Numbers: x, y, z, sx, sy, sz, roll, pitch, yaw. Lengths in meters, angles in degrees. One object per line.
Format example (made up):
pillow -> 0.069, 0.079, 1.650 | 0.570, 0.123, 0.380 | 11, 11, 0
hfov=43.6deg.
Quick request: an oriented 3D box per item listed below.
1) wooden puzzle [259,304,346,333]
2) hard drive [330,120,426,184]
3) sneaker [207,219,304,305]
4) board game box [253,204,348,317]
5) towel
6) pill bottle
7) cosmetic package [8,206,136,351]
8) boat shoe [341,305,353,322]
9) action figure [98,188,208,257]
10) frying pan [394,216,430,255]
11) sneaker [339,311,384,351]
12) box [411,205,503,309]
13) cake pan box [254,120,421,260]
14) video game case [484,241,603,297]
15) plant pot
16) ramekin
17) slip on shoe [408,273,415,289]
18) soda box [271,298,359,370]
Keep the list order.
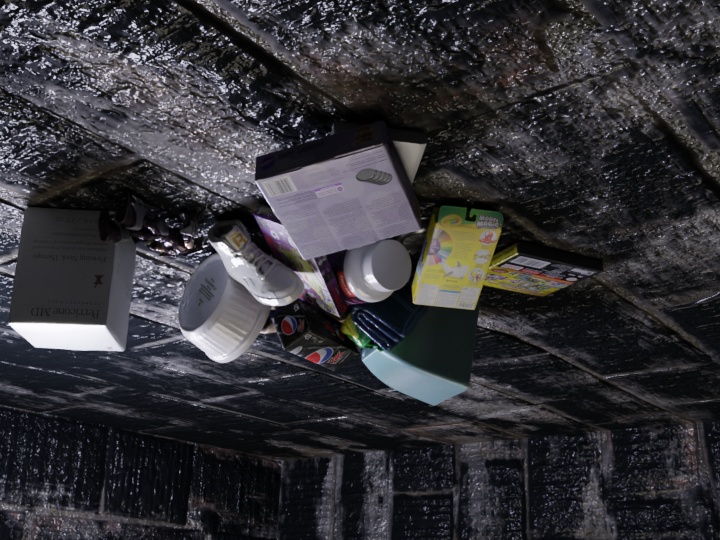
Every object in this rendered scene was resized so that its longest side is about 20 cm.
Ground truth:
wooden puzzle -> -0.152, 0.089, 1.727 | 0.182, 0.048, 0.198 | -7, 179, -39
hard drive -> 0.007, -0.125, 1.283 | 0.129, 0.027, 0.202 | 5, 142, -11
sneaker -> -0.184, -0.018, 1.502 | 0.198, 0.074, 0.117 | 23, 152, 41
board game box -> -0.098, -0.014, 1.497 | 0.119, 0.032, 0.202 | 26, 150, 40
towel -> 0.056, 0.071, 1.667 | 0.049, 0.111, 0.200 | -54, 174, 25
pill bottle -> 0.000, 0.000, 1.541 | 0.109, 0.114, 0.199 | 13, 168, -30
cosmetic package -> -0.489, 0.019, 1.550 | 0.163, 0.205, 0.167 | 2, 161, -3
boat shoe -> -0.026, 0.089, 1.782 | 0.064, 0.072, 0.201 | -29, 165, -28
action figure -> -0.339, -0.066, 1.509 | 0.128, 0.071, 0.199 | -19, 157, 29
frying pan -> 0.085, -0.050, 1.574 | 0.113, 0.032, 0.188 | 20, 151, -37
sneaker -> 0.037, 0.117, 1.709 | 0.074, 0.084, 0.198 | -50, 156, 26
box -> 0.159, -0.028, 1.497 | 0.114, 0.049, 0.203 | 6, 131, -10
cake pan box -> -0.030, -0.104, 1.245 | 0.196, 0.053, 0.185 | -15, 139, 15
video game case -> 0.322, 0.001, 1.692 | 0.196, 0.026, 0.180 | 11, 158, -25
plant pot -> 0.113, 0.149, 1.885 | 0.196, 0.200, 0.196 | 15, 158, -13
ramekin -> -0.256, 0.059, 1.664 | 0.093, 0.207, 0.200 | 30, 148, -34
slip on shoe -> 0.146, 0.001, 1.664 | 0.075, 0.062, 0.199 | -19, -174, -20
soda box -> -0.079, 0.120, 1.626 | 0.063, 0.072, 0.199 | -34, 152, 13
